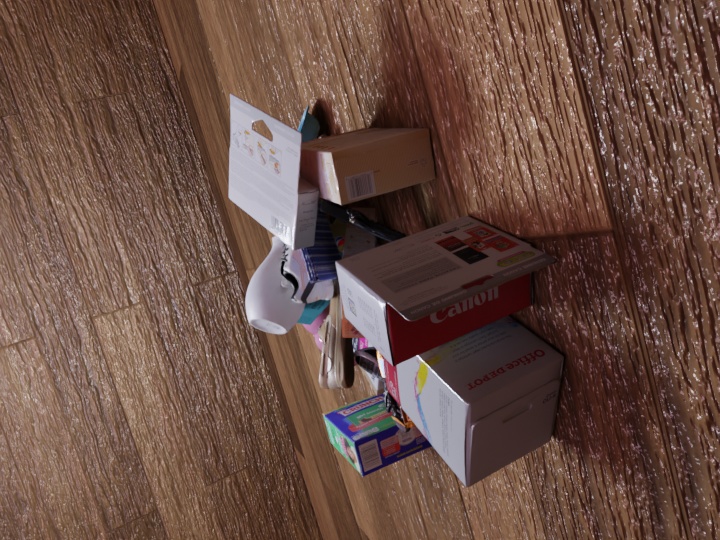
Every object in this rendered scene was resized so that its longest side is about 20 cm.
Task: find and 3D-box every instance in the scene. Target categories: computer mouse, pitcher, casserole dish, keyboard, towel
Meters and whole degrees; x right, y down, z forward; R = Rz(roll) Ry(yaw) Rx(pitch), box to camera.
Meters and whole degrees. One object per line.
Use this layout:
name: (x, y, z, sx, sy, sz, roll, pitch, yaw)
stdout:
computer mouse: (0.080, 0.184, 0.928, 0.198, 0.044, 0.110, 31, 153, 11)
pitcher: (-0.154, 0.012, 1.053, 0.172, 0.119, 0.203, 135, 151, -63)
casserole dish: (-0.128, -0.236, 1.087, 0.121, 0.038, 0.203, -117, 47, -70)
keyboard: (0.035, -0.054, 0.741, 0.127, 0.197, 0.021, -131, 64, -83)
towel: (-0.086, -0.078, 0.898, 0.203, 0.024, 0.145, 70, -162, 3)

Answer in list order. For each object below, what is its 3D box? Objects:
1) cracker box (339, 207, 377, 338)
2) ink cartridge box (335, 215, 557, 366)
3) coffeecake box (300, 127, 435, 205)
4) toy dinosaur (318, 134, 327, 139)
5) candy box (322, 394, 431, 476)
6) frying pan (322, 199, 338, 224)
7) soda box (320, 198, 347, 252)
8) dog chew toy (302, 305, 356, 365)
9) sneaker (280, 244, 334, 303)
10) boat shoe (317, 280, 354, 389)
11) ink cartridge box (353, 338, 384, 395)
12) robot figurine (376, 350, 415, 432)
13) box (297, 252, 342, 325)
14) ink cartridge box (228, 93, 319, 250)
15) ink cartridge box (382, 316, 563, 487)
cracker box: (0.000, 0.000, 0.922, 0.202, 0.057, 0.136, -85, -5, -51)
ink cartridge box: (0.097, 0.023, 0.614, 0.175, 0.197, 0.085, 39, 143, 57)
coffeecake box: (-0.007, -0.164, 0.791, 0.200, 0.151, 0.074, 30, 135, 61)
toy dinosaur: (-0.090, -0.209, 1.095, 0.089, 0.047, 0.200, -67, 9, -15)
candy box: (0.034, 0.324, 1.081, 0.199, 0.167, 0.078, -3, 102, 69)
frying pan: (-0.041, -0.158, 0.983, 0.190, 0.030, 0.117, -126, 51, -68)
soda box: (-0.074, -0.098, 1.070, 0.200, 0.066, 0.065, -120, 26, -66)
dog chew toy: (-0.064, 0.141, 1.261, 0.202, 0.123, 0.124, 63, 159, -1)
sneaker: (-0.113, -0.036, 0.949, 0.074, 0.079, 0.203, 127, 125, -66)
boat shoe: (-0.048, 0.113, 0.963, 0.071, 0.063, 0.203, 44, -138, -59)
ink cartridge box: (0.030, 0.122, 1.054, 0.165, 0.074, 0.202, 55, 153, 40)
robot figurine: (0.091, 0.161, 0.851, 0.058, 0.143, 0.203, 23, -129, -66)
box: (-0.094, 0.038, 1.114, 0.200, 0.048, 0.084, 132, 143, -53)
ink cartridge box: (-0.134, -0.153, 0.794, 0.199, 0.043, 0.176, 36, 129, 38)
ink cartridge box: (0.137, 0.138, 0.690, 0.200, 0.143, 0.147, 43, 146, 52)
